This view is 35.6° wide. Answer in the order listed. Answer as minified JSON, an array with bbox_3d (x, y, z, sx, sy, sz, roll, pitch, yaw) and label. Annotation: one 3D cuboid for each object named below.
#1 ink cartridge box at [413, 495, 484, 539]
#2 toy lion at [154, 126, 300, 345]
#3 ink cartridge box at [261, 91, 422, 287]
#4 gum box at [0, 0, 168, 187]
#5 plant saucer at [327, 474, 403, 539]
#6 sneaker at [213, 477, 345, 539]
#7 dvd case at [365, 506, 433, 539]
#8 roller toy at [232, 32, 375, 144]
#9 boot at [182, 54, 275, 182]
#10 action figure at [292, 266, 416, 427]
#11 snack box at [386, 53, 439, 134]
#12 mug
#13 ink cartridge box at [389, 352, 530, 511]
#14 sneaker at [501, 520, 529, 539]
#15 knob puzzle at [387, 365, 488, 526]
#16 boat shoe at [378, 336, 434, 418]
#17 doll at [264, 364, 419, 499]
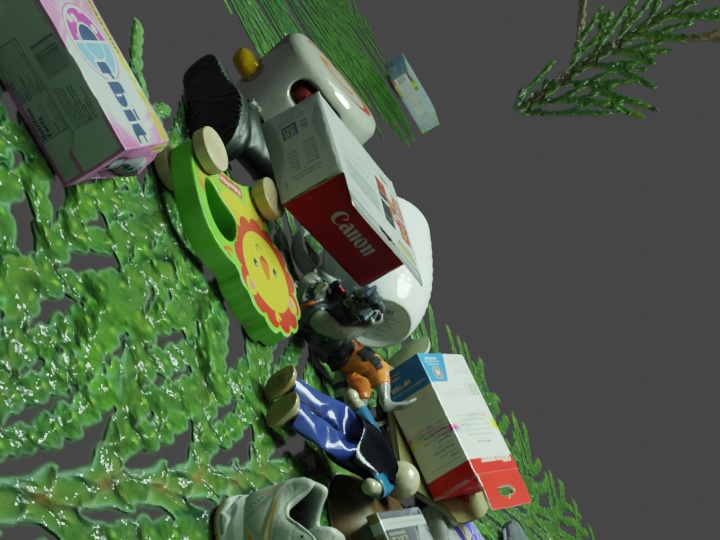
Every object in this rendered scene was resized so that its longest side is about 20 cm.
[{"bbox_3d":[0.131,0.371,1.354,0.200,0.043,0.198,55,13,-18],"label":"ink cartridge box"},{"bbox_3d":[-0.126,-0.023,1.162,0.200,0.068,0.193,41,31,-58],"label":"toy lion"},{"bbox_3d":[-0.019,-0.075,1.307,0.200,0.083,0.176,47,21,-49],"label":"ink cartridge box"},{"bbox_3d":[-0.246,-0.168,0.946,0.201,0.066,0.114,61,14,-4],"label":"gum box"},{"bbox_3d":[0.032,0.294,1.146,0.201,0.036,0.201,58,12,-20],"label":"plant saucer"},{"bbox_3d":[-0.050,0.231,0.812,0.076,0.092,0.201,49,18,-43],"label":"sneaker"},{"bbox_3d":[0.073,0.331,1.106,0.201,0.016,0.149,66,13,17],"label":"dvd case"},{"bbox_3d":[-0.083,-0.225,1.571,0.200,0.140,0.183,36,17,-55],"label":"roller toy"},{"bbox_3d":[-0.133,-0.154,1.353,0.168,0.076,0.201,47,13,-38],"label":"boot"},{"bbox_3d":[-0.017,0.083,1.263,0.194,0.104,0.200,58,-13,9],"label":"action figure"},{"bbox_3d":[0.159,-0.539,3.416,0.200,0.067,0.169,54,14,-26],"label":"snack box"},{"bbox_3d":[0.000,0.000,1.461,0.199,0.148,0.176,24,37,-19],"label":"mug"},{"bbox_3d":[0.114,0.201,1.333,0.116,0.067,0.201,9,51,-56],"label":"ink cartridge box"},{"bbox_3d":[0.275,0.451,1.663,0.074,0.087,0.201,49,18,-45],"label":"sneaker"},{"bbox_3d":[0.095,0.230,1.381,0.219,0.030,0.220,41,28,-27],"label":"knob puzzle"},{"bbox_3d":[0.070,0.154,1.520,0.063,0.073,0.202,56,19,-15],"label":"boat shoe"},{"bbox_3d":[-0.009,0.169,1.123,0.200,0.048,0.137,40,22,-29],"label":"doll"}]
